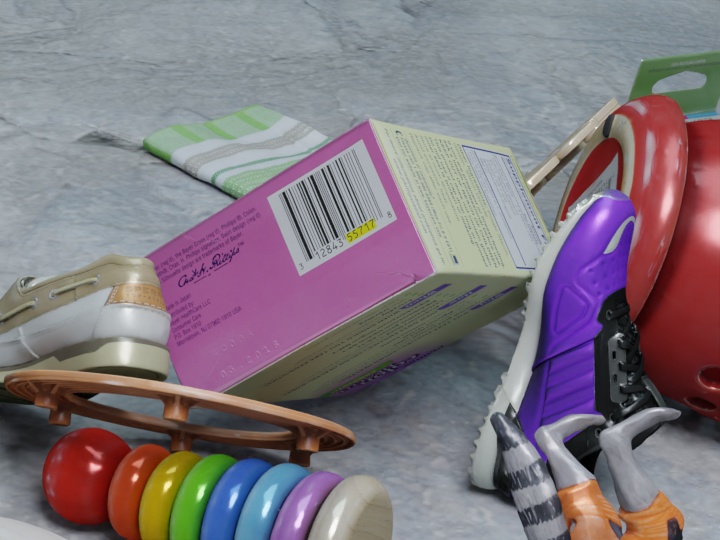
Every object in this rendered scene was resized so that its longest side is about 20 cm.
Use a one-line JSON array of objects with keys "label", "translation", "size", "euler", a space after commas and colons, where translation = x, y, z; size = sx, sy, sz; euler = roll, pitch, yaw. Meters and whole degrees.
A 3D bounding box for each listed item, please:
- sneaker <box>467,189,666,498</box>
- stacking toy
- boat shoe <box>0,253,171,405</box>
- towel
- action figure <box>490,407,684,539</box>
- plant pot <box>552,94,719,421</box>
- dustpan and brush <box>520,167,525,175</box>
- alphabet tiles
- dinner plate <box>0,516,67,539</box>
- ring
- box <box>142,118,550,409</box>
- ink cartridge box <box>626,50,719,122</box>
[{"label": "sneaker", "translation": [0.143, 0.055, 1.035], "size": [0.099, 0.201, 0.069], "euler": [25, 16, 27]}, {"label": "stacking toy", "translation": [-0.087, 0.130, 0.945], "size": [0.199, 0.086, 0.085], "euler": [13, 25, 22]}, {"label": "boat shoe", "translation": [-0.181, 0.038, 1.027], "size": [0.199, 0.069, 0.075], "euler": [-11, -19, 41]}, {"label": "towel", "translation": [-0.068, -0.095, 1.485], "size": [0.199, 0.031, 0.149], "euler": [27, 30, 35]}, {"label": "action figure", "translation": [0.099, 0.165, 0.824], "size": [0.104, 0.195, 0.200], "euler": [3, -7, -24]}, {"label": "plant pot", "translation": [0.228, -0.005, 1.143], "size": [0.181, 0.201, 0.201], "euler": [15, 23, -12]}, {"label": "dustpan and brush", "translation": [0.049, -0.064, 1.237], "size": [0.199, 0.058, 0.139], "euler": [12, -9, -43]}, {"label": "alphabet tiles", "translation": [0.110, -0.048, 1.266], "size": [0.015, 0.200, 0.196], "euler": [46, -13, 0]}, {"label": "dinner plate", "translation": [-0.212, 0.171, 0.878], "size": [0.199, 0.024, 0.200], "euler": [7, 26, -3]}, {"label": "ring", "translation": [-0.102, 0.086, 0.979], "size": [0.199, 0.019, 0.200], "euler": [8, -13, 2]}, {"label": "box", "translation": [0.000, 0.000, 1.047], "size": [0.200, 0.175, 0.097], "euler": [3, 60, -61]}, {"label": "ink cartridge box", "translation": [0.231, -0.058, 1.285], "size": [0.103, 0.201, 0.059], "euler": [-10, 38, -34]}]
